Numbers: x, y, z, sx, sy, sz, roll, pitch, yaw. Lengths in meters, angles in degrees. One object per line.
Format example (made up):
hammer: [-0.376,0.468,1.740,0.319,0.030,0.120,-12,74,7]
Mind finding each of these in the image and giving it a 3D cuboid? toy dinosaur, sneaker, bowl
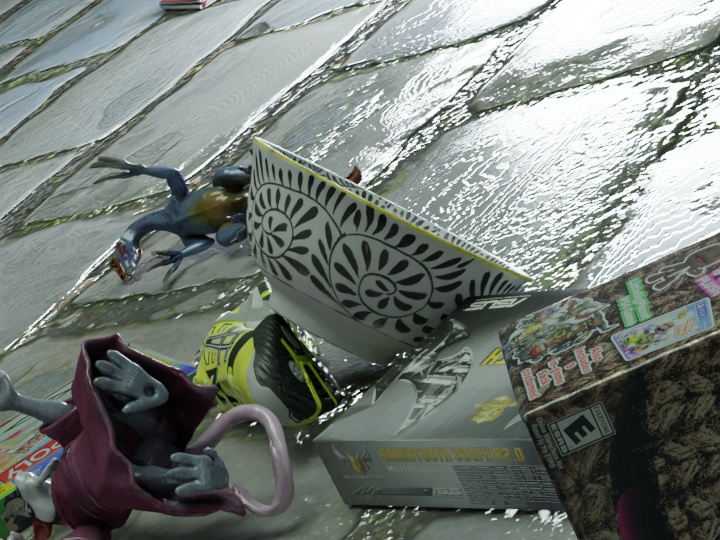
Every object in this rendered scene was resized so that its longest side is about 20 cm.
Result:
toy dinosaur: [-0.128,-0.034,1.791,0.200,0.105,0.181,6,-12,-27]
sneaker: [-0.065,0.070,1.397,0.076,0.075,0.200,-39,11,3]
bowl: [0.000,0.000,1.376,0.094,0.201,0.201,-63,20,4]

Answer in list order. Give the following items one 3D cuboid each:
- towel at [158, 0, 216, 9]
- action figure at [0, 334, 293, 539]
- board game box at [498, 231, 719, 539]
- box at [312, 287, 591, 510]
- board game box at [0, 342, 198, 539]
towel: [-0.160,-0.400,2.839,0.200,0.023,0.144,-33,19,-21]
action figure: [-0.148,0.113,1.298,0.149,0.134,0.200,4,-25,-25]
board game box: [0.183,0.069,0.915,0.200,0.160,0.097,-24,19,6]
box: [0.094,0.069,1.202,0.200,0.048,0.158,-5,27,48]
board game box: [-0.212,0.122,1.496,0.200,0.029,0.135,-33,19,-20]
